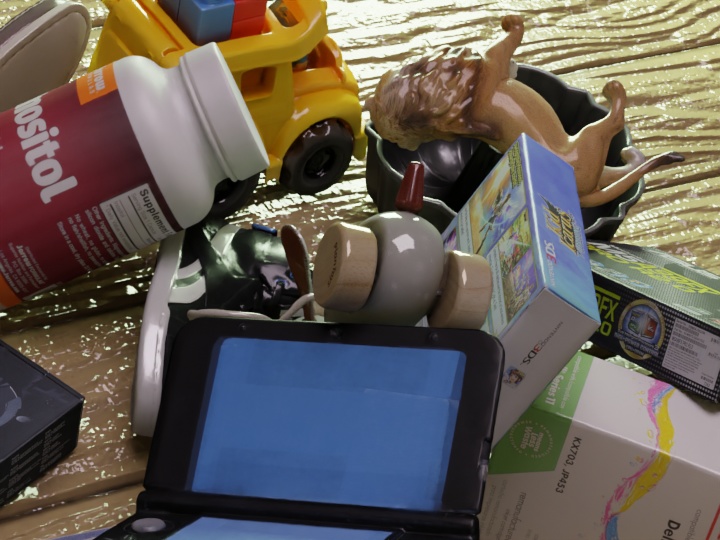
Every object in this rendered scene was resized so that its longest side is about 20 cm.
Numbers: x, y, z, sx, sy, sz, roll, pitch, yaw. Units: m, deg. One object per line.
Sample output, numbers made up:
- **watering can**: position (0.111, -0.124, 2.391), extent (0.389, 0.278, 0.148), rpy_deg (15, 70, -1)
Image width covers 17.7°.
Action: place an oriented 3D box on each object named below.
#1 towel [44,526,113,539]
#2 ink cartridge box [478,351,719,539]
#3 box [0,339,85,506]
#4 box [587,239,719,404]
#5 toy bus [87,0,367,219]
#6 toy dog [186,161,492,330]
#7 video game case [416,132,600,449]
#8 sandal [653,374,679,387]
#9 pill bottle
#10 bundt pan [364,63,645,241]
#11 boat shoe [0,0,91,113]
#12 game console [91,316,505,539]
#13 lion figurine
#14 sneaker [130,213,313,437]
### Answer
- **towel**: position (-0.148, 0.177, 1.216), extent (0.146, 0.024, 0.200), rpy_deg (-10, 12, -26)
- **ink cartridge box**: position (0.175, 0.133, 1.372), extent (0.199, 0.118, 0.067), rpy_deg (19, 37, 6)
- **box**: position (-0.283, 0.096, 1.329), extent (0.160, 0.044, 0.200), rpy_deg (32, 42, 20)
- **box**: position (0.202, 0.030, 1.458), extent (0.159, 0.045, 0.199), rpy_deg (5, 16, -44)
- **toy bus**: position (-0.084, -0.151, 1.569), extent (0.199, 0.193, 0.136), rpy_deg (-15, 46, -33)
- **toy dog**: position (0.000, 0.000, 1.354), extent (0.131, 0.199, 0.097), rpy_deg (25, 65, -36)
- **video game case**: position (0.065, 0.037, 1.374), extent (0.045, 0.182, 0.200), rpy_deg (31, 24, -15)
- **sandal**: position (0.281, 0.083, 1.510), extent (0.206, 0.060, 0.079), rpy_deg (30, 42, 17)
- **pill bottle**: position (-0.164, -0.063, 1.439), extent (0.199, 0.113, 0.113), rpy_deg (-24, 46, 2)
- **bundt pan**: position (0.093, -0.061, 1.607), extent (0.200, 0.076, 0.203), rpy_deg (9, 40, -8)
- **boat shoe**: position (-0.257, -0.108, 1.512), extent (0.059, 0.072, 0.200), rpy_deg (30, 73, 31)
- **game console**: position (-0.040, 0.100, 1.224), extent (0.198, 0.117, 0.176), rpy_deg (2, 10, 21)
- **lion figurine**: position (0.109, -0.093, 1.537), extent (0.199, 0.073, 0.123), rpy_deg (30, 49, 11)
- **sneaker**: position (-0.080, 0.032, 1.445), extent (0.111, 0.073, 0.201), rpy_deg (10, 38, -4)
